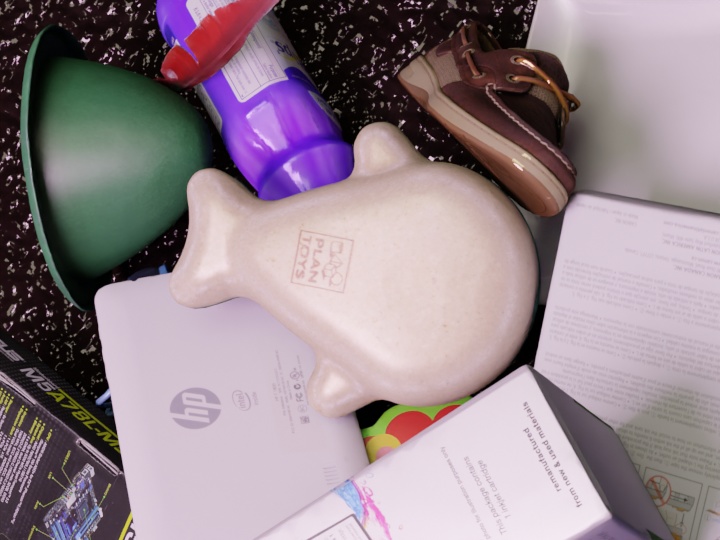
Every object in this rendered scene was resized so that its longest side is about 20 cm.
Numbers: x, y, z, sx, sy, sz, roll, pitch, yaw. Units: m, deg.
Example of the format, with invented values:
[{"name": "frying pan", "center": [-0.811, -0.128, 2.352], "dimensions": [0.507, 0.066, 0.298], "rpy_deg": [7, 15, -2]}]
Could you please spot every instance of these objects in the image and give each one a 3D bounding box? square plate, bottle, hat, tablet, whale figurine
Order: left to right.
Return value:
[{"name": "hat", "center": [-0.089, -0.071, 1.172], "dimensions": [0.174, 0.200, 0.167], "rpy_deg": [-6, 79, 7]}, {"name": "tablet", "center": [-0.069, 0.075, 1.111], "dimensions": [0.129, 0.014, 0.201], "rpy_deg": [-9, 49, -9]}, {"name": "bottle", "center": [-0.051, -0.090, 1.207], "dimensions": [0.065, 0.084, 0.201], "rpy_deg": [-34, 62, 8]}, {"name": "whale figurine", "center": [0.000, 0.000, 1.111], "dimensions": [0.198, 0.104, 0.161], "rpy_deg": [10, 90, 13]}, {"name": "square plate", "center": [0.162, -0.068, 1.118], "dimensions": [0.199, 0.028, 0.200], "rpy_deg": [5, 75, 42]}]

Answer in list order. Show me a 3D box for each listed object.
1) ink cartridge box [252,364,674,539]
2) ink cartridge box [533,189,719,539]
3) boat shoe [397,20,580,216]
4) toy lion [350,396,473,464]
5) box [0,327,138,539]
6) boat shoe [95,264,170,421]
[{"name": "ink cartridge box", "center": [0.035, 0.144, 0.960], "dimensions": [0.199, 0.145, 0.084], "rpy_deg": [-33, 64, 11]}, {"name": "ink cartridge box", "center": [0.158, 0.070, 1.029], "dimensions": [0.162, 0.057, 0.202], "rpy_deg": [14, 97, 41]}, {"name": "boat shoe", "center": [0.080, -0.093, 1.118], "dimensions": [0.072, 0.072, 0.200], "rpy_deg": [-44, 22, 4]}, {"name": "toy lion", "center": [0.015, 0.156, 1.098], "dimensions": [0.198, 0.069, 0.193], "rpy_deg": [12, 72, 11]}, {"name": "box", "center": [-0.193, 0.165, 1.165], "dimensions": [0.192, 0.047, 0.201], "rpy_deg": [33, 110, 27]}, {"name": "boat shoe", "center": [-0.116, 0.093, 1.172], "dimensions": [0.068, 0.084, 0.202], "rpy_deg": [-15, 65, 5]}]
